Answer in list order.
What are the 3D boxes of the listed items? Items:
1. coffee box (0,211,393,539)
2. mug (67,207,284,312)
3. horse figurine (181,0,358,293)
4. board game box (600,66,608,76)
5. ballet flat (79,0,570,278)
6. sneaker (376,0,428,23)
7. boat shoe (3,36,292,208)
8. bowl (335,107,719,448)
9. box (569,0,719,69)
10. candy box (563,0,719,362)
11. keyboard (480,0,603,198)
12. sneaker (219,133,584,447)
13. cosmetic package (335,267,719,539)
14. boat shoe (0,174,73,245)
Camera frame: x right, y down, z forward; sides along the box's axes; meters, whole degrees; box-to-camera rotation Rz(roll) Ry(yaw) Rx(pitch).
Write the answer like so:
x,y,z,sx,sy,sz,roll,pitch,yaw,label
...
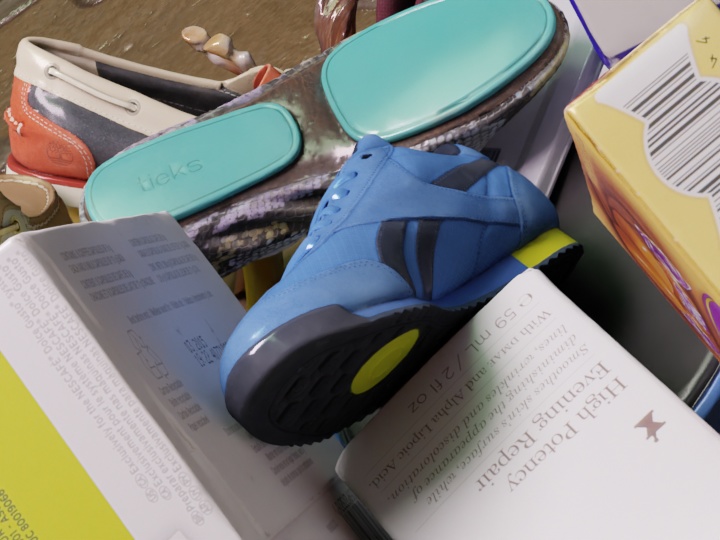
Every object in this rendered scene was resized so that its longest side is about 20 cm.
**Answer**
x,y,z,sx,sy,sz,roll,pitch,yaw,label
-0.101,0.121,0.815,0.197,0.200,0.200,-38,-4,9,coffee box
-0.103,0.064,1.022,0.185,0.154,0.150,-11,27,-14,mug
-0.053,-0.049,1.115,0.199,0.132,0.050,-27,32,39,horse figurine
0.121,-0.047,1.018,0.199,0.034,0.136,-36,30,11,board game box
-0.009,-0.047,0.954,0.199,0.072,0.072,-23,30,3,ballet flat
0.082,-0.132,1.098,0.200,0.116,0.076,-46,29,-8,sneaker
-0.048,-0.055,1.024,0.198,0.063,0.071,6,17,-3,boat shoe
0.073,0.022,0.928,0.200,0.039,0.202,-21,48,25,bowl
0.149,-0.146,0.844,0.183,0.106,0.200,-26,-3,10,box
0.142,0.027,0.694,0.056,0.200,0.117,-40,-16,0,candy box
0.052,-0.037,0.954,0.056,0.011,0.201,2,61,45,keyboard
0.000,0.000,0.836,0.066,0.078,0.200,-51,-15,31,sneaker
0.087,0.096,0.779,0.102,0.074,0.200,-46,41,-1,cosmetic package
-0.158,-0.012,0.914,0.073,0.067,0.200,1,16,14,boat shoe
